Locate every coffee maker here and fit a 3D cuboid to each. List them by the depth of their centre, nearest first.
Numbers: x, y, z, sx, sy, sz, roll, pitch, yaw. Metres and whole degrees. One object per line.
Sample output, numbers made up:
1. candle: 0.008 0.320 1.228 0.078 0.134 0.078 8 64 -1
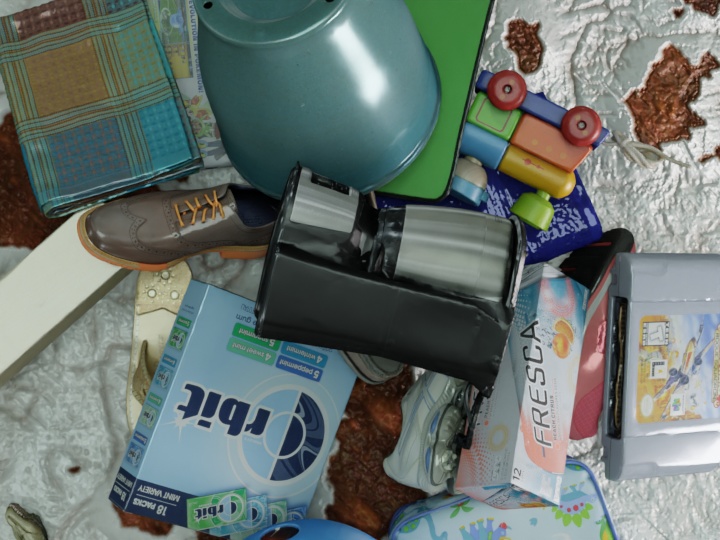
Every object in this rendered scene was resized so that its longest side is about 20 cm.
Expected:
1. coffee maker: 0.017 0.028 1.080 0.199 0.135 0.193 11 79 -3

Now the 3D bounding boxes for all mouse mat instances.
1. mouse mat: 0.034 -0.164 1.201 0.160 0.008 0.201 12 87 37

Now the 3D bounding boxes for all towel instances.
1. towel: -0.234 -0.155 1.179 0.146 0.022 0.201 -19 72 -5
2. towel: 0.103 -0.060 1.231 0.199 0.050 0.148 -21 81 -3

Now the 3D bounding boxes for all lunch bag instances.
1. lunch bag: 0.130 0.263 1.196 0.199 0.082 0.162 -20 87 -4

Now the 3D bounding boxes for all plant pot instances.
1. plant pot: -0.047 -0.187 1.101 0.199 0.188 0.201 -6 62 11

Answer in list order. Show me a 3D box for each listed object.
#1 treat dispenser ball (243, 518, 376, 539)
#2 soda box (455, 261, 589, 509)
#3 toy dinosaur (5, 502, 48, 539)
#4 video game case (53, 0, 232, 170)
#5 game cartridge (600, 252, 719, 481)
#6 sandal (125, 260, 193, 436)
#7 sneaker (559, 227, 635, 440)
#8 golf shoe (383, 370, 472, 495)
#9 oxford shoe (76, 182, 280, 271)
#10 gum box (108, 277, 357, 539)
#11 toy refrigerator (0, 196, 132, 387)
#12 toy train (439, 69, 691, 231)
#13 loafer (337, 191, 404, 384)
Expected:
1. treat dispenser ball: -0.042 0.306 1.107 0.200 0.201 0.202 0 87 -3
2. soda box: 0.139 0.099 1.150 0.063 0.068 0.201 27 63 -33
3. toy dinosaur: -0.288 0.304 1.168 0.047 0.088 0.201 -4 87 7
4. video game case: -0.181 -0.188 1.232 0.181 0.022 0.201 -6 87 -3
5. game cartridge: 0.278 0.084 1.207 0.132 0.041 0.201 0 95 -25
6. sandal: -0.173 0.089 1.194 0.077 0.070 0.213 -3 87 -3
7. sneaker: 0.210 0.060 1.227 0.087 0.074 0.201 27 83 -24
8. golf shoe: 0.073 0.101 1.206 0.078 0.097 0.201 43 57 -35
9. oxford shoe: -0.145 -0.048 1.156 0.199 0.073 0.072 -8 68 -37
10. gum box: -0.103 0.129 1.173 0.169 0.044 0.201 22 85 -31
11. toy refrigerator: -0.284 0.024 1.189 0.200 0.076 0.070 -42 90 -4
12. toy train: 0.173 -0.084 1.173 0.199 0.085 0.116 27 92 3
13. loafer: 0.000 0.000 1.174 0.072 0.063 0.201 -18 90 -41
